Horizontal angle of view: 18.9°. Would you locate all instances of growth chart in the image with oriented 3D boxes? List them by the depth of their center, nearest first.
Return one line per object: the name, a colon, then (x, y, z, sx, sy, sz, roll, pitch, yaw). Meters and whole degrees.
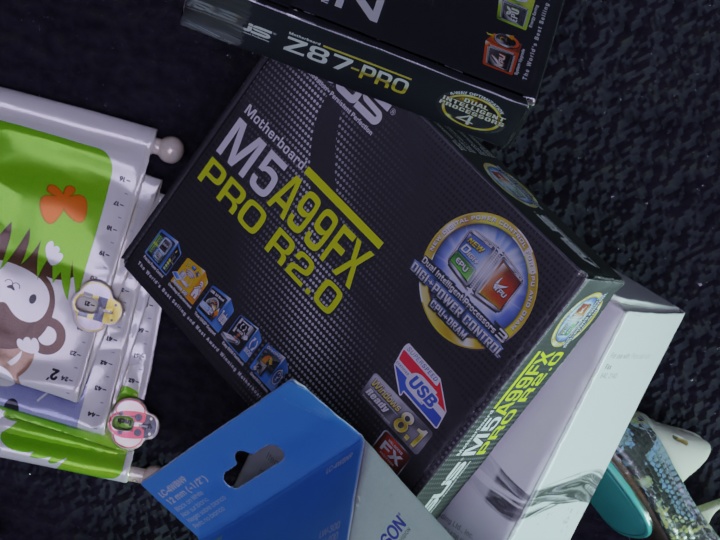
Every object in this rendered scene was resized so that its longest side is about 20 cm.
growth chart: (-0.161, 0.008, 1.097, 0.143, 0.018, 0.202, 6, 102, -1)

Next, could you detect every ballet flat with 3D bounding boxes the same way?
ballet flat: (0.162, 0.123, 1.108, 0.074, 0.074, 0.201, -32, 103, 7)

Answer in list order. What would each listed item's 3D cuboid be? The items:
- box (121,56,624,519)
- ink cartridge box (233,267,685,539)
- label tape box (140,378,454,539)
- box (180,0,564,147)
box: (0.000, 0.000, 1.001, 0.200, 0.044, 0.161, 46, 110, 24)
ink cartridge box: (0.043, 0.072, 1.046, 0.146, 0.086, 0.201, 32, 102, 28)
label tape box: (-0.012, 0.160, 0.963, 0.200, 0.066, 0.143, 47, 137, -8)
box: (0.025, -0.173, 0.984, 0.160, 0.049, 0.201, 20, 65, -3)
